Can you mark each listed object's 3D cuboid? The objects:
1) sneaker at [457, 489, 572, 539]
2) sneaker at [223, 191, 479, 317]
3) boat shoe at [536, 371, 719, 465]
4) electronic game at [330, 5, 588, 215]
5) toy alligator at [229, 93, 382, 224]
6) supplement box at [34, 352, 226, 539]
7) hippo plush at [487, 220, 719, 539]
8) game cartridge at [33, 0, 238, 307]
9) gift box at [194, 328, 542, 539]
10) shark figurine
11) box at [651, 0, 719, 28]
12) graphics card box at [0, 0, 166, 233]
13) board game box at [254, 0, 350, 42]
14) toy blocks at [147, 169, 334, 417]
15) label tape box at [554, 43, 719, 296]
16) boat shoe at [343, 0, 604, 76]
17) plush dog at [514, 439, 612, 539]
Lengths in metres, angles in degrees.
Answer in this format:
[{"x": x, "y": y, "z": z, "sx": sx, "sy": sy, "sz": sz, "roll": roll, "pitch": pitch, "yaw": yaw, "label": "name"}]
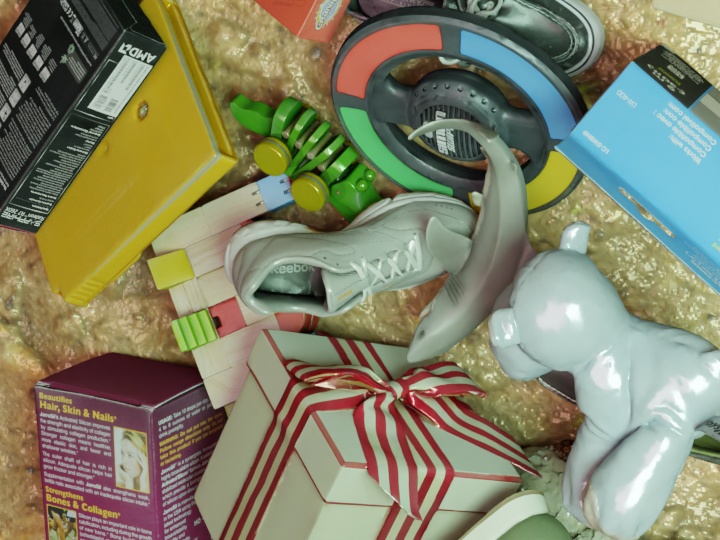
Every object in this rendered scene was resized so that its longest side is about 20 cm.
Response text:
[{"x": 0.075, "y": 0.251, "z": 1.063, "sx": 0.200, "sy": 0.067, "sz": 0.090, "roll": -45, "pitch": 56, "yaw": 10, "label": "sneaker"}, {"x": 0.000, "y": 0.000, "z": 1.123, "sx": 0.197, "sy": 0.092, "sz": 0.077, "roll": -11, "pitch": 116, "yaw": -4, "label": "sneaker"}, {"x": 0.217, "y": 0.092, "z": 1.124, "sx": 0.199, "sy": 0.066, "sz": 0.073, "roll": 19, "pitch": 110, "yaw": 16, "label": "boat shoe"}, {"x": 0.071, "y": -0.110, "z": 1.096, "sx": 0.198, "sy": 0.042, "sz": 0.201, "roll": 18, "pitch": 146, "yaw": 12, "label": "electronic game"}, {"x": -0.016, "y": -0.074, "z": 1.169, "sx": 0.200, "sy": 0.059, "sz": 0.054, "roll": 42, "pitch": 141, "yaw": -2, "label": "toy alligator"}, {"x": -0.188, "y": 0.184, "z": 1.275, "sx": 0.130, "sy": 0.103, "sz": 0.203, "roll": 8, "pitch": 107, "yaw": 31, "label": "supplement box"}, {"x": 0.150, "y": 0.072, "z": 1.000, "sx": 0.160, "sy": 0.200, "sz": 0.160, "roll": 34, "pitch": 76, "yaw": -3, "label": "hippo plush"}, {"x": -0.194, "y": -0.093, "z": 1.212, "sx": 0.200, "sy": 0.032, "sz": 0.178, "roll": -41, "pitch": 55, "yaw": 27, "label": "game cartridge"}, {"x": 0.008, "y": 0.161, "z": 1.133, "sx": 0.200, "sy": 0.183, "sz": 0.188, "roll": 48, "pitch": 123, "yaw": 44, "label": "gift box"}, {"x": 0.103, "y": -0.027, "z": 1.078, "sx": 0.089, "sy": 0.127, "sz": 0.217, "roll": 42, "pitch": 141, "yaw": 38, "label": "shark figurine"}, {"x": 0.316, "y": -0.229, "z": 1.030, "sx": 0.198, "sy": 0.021, "sz": 0.165, "roll": 21, "pitch": 110, "yaw": 15, "label": "box"}, {"x": -0.248, "y": -0.145, "z": 1.218, "sx": 0.201, "sy": 0.051, "sz": 0.126, "roll": -52, "pitch": 51, "yaw": 20, "label": "graphics card box"}, {"x": -0.064, "y": -0.287, "z": 1.119, "sx": 0.200, "sy": 0.040, "sz": 0.154, "roll": 42, "pitch": 115, "yaw": 27, "label": "board game box"}, {"x": -0.077, "y": 0.013, "z": 1.212, "sx": 0.135, "sy": 0.100, "sz": 0.202, "roll": -22, "pitch": 86, "yaw": 11, "label": "toy blocks"}, {"x": 0.220, "y": -0.073, "z": 1.008, "sx": 0.144, "sy": 0.200, "sz": 0.063, "roll": 42, "pitch": 113, "yaw": 6, "label": "label tape box"}, {"x": 0.077, "y": -0.185, "z": 1.108, "sx": 0.197, "sy": 0.068, "sz": 0.074, "roll": 23, "pitch": 110, "yaw": 15, "label": "boat shoe"}, {"x": 0.143, "y": 0.220, "z": 1.157, "sx": 0.199, "sy": 0.160, "sz": 0.173, "roll": -31, "pitch": 66, "yaw": 23, "label": "plush dog"}]
